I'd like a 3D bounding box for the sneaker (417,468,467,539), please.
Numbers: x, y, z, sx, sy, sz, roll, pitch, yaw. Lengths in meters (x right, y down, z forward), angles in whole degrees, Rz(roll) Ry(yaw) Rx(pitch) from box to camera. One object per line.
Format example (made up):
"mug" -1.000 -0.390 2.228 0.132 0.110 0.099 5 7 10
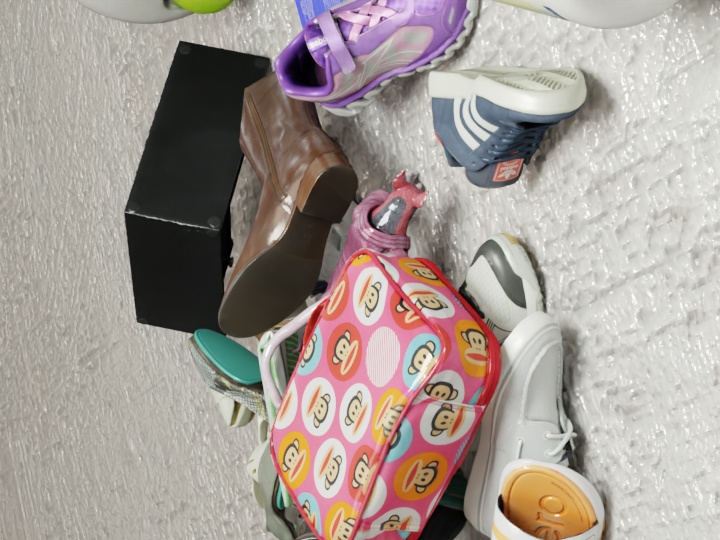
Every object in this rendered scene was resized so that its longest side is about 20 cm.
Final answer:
"sneaker" 0.043 0.187 1.577 0.200 0.074 0.088 -80 7 -62

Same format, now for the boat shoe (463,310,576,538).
"boat shoe" 0.125 0.125 1.454 0.068 0.072 0.201 33 125 31

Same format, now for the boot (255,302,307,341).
"boot" -0.064 0.051 1.841 0.200 0.073 0.076 -171 59 -76

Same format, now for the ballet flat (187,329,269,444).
"ballet flat" -0.094 0.125 1.849 0.199 0.072 0.073 29 128 31

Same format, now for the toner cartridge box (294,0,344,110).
"toner cartridge box" -0.022 -0.246 1.657 0.095 0.043 0.202 -36 67 62

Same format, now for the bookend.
"bookend" -0.152 -0.073 1.898 0.201 0.091 0.200 94 -172 -58

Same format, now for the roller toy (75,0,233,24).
"roller toy" -0.205 -0.337 1.851 0.140 0.198 0.184 111 161 -48

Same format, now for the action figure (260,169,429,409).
"action figure" 0.000 0.000 1.573 0.134 0.148 0.201 57 142 41

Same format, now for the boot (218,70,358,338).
"boot" -0.080 -0.065 1.668 0.187 0.064 0.200 -53 34 17

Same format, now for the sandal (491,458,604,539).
"sandal" 0.131 0.228 1.449 0.059 0.078 0.208 -64 -20 -51

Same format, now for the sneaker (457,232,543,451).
"sneaker" 0.078 0.064 1.502 0.076 0.087 0.201 -125 36 -46

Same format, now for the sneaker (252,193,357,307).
"sneaker" -0.046 -0.012 1.758 0.130 0.079 0.200 114 139 -53

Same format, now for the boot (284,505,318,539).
"boot" 0.026 0.232 1.664 0.174 0.198 0.070 -58 -17 -81

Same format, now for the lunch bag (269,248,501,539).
"lunch bag" 0.007 0.090 1.463 0.176 0.081 0.201 50 122 45

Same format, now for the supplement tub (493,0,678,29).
"supplement tub" 0.115 -0.234 1.236 0.200 0.144 0.146 30 126 60

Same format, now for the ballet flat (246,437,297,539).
"ballet flat" -0.074 0.189 1.787 0.063 0.068 0.201 27 152 20

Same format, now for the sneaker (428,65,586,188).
"sneaker" 0.106 -0.099 1.401 0.200 0.074 0.085 -156 61 -73

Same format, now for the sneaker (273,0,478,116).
"sneaker" 0.006 -0.182 1.520 0.200 0.088 0.081 -35 67 41

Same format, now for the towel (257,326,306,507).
"towel" -0.034 0.120 1.698 0.200 0.023 0.154 1 -103 -70
